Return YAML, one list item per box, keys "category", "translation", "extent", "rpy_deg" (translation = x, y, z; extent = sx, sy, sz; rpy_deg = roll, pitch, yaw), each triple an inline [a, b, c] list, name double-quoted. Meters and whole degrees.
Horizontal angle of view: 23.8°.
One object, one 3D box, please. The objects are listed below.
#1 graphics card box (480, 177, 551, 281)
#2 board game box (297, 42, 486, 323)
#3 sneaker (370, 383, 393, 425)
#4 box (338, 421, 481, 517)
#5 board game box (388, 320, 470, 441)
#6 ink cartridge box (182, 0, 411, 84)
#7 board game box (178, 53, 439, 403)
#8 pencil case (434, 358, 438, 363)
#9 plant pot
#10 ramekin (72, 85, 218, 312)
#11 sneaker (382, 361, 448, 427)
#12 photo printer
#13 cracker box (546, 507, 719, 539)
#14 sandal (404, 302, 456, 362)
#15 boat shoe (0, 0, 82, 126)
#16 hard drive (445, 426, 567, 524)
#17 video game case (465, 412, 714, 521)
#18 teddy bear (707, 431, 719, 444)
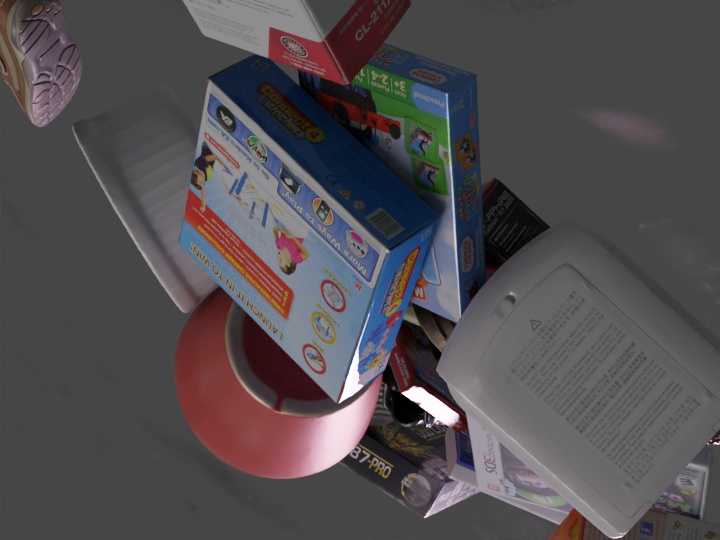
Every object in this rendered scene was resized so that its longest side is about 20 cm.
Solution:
- category: "graphics card box"
  translation: [0.143, 0.018, 1.353]
  extent: [0.200, 0.051, 0.125]
  rpy_deg: [41, 162, -11]
- category: "board game box"
  translation: [0.024, -0.072, 1.272]
  extent: [0.151, 0.037, 0.201]
  rpy_deg: [24, 135, 36]
- category: "sneaker"
  translation: [-0.028, 0.062, 1.755]
  extent: [0.201, 0.072, 0.114]
  rpy_deg: [62, -176, -13]
- category: "box"
  translation: [0.045, 0.187, 1.798]
  extent: [0.161, 0.049, 0.200]
  rpy_deg: [34, -167, 18]
- category: "board game box"
  translation: [0.067, 0.089, 1.512]
  extent: [0.200, 0.019, 0.103]
  rpy_deg: [39, -154, -58]
- category: "ink cartridge box"
  translation: [-0.072, -0.231, 1.109]
  extent: [0.145, 0.083, 0.200]
  rpy_deg: [25, 158, 37]
- category: "board game box"
  translation: [-0.046, -0.030, 1.310]
  extent: [0.200, 0.056, 0.196]
  rpy_deg: [44, 145, 20]
- category: "pencil case"
  translation: [0.136, 0.103, 1.495]
  extent: [0.082, 0.087, 0.200]
  rpy_deg: [5, 148, 34]
- category: "plant pot"
  translation: [-0.062, 0.078, 1.538]
  extent: [0.200, 0.201, 0.177]
  rpy_deg: [38, 161, 0]
- category: "ramekin"
  translation: [-0.172, -0.071, 1.564]
  extent: [0.201, 0.097, 0.200]
  rpy_deg: [59, 177, 5]
- category: "sneaker"
  translation: [0.069, 0.129, 1.698]
  extent: [0.074, 0.088, 0.200]
  rpy_deg: [21, 156, 41]
- category: "photo printer"
  translation: [0.167, 0.074, 1.262]
  extent: [0.200, 0.167, 0.069]
  rpy_deg: [40, -178, -9]
- category: "cracker box"
  translation: [0.262, 0.254, 1.426]
  extent: [0.199, 0.058, 0.134]
  rpy_deg: [13, 152, -3]
- category: "sandal"
  translation: [0.066, 0.046, 1.378]
  extent: [0.200, 0.057, 0.080]
  rpy_deg: [16, 153, 31]
- category: "boat shoe"
  translation: [-0.321, -0.216, 1.651]
  extent: [0.072, 0.076, 0.200]
  rpy_deg: [37, 153, 17]
- category: "hard drive"
  translation: [0.176, 0.203, 1.604]
  extent: [0.199, 0.025, 0.132]
  rpy_deg: [24, -168, -4]
- category: "video game case"
  translation: [0.187, 0.165, 1.405]
  extent: [0.199, 0.023, 0.182]
  rpy_deg: [14, 154, 15]
- category: "teddy bear"
  translation: [0.231, 0.146, 1.440]
  extent: [0.144, 0.067, 0.200]
  rpy_deg: [14, 153, 10]
